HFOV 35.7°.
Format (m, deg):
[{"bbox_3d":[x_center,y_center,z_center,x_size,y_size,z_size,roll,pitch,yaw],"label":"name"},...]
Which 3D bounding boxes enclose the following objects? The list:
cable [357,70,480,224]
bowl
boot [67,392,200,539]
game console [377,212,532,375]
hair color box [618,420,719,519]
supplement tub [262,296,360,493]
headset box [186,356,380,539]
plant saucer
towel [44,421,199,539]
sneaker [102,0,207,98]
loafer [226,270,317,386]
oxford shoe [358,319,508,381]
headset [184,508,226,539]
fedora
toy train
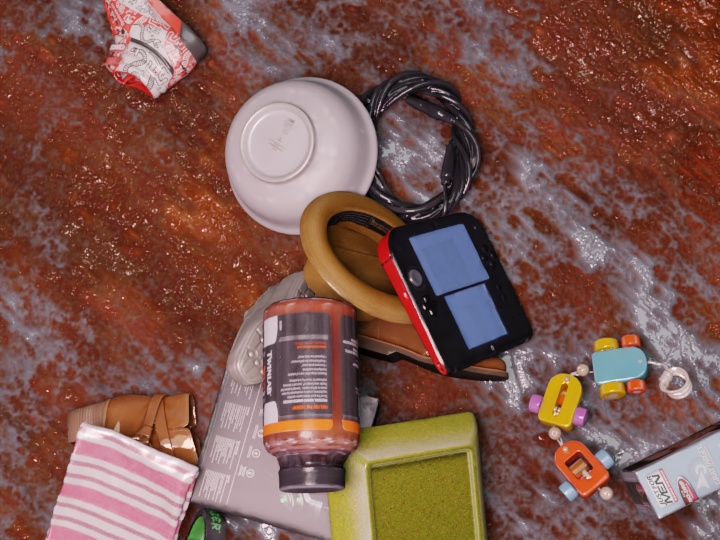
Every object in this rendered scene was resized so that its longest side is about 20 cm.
[{"bbox_3d":[0.070,-0.148,1.405,0.162,0.051,0.201,-20,77,-7],"label":"cable"},{"bbox_3d":[-0.086,-0.147,1.359,0.200,0.090,0.202,-1,85,17],"label":"bowl"},{"bbox_3d":[-0.262,0.244,1.325,0.154,0.074,0.201,-9,79,2],"label":"boot"},{"bbox_3d":[0.114,0.021,1.310,0.031,0.200,0.177,-37,76,37],"label":"game console"},{"bbox_3d":[0.408,0.215,1.295,0.199,0.099,0.061,-26,80,-3],"label":"hair color box"},{"bbox_3d":[-0.054,0.136,1.205,0.106,0.107,0.201,-2,73,2],"label":"supplement tub"},{"bbox_3d":[-0.080,0.213,1.316,0.199,0.093,0.175,14,80,4],"label":"headset box"},{"bbox_3d":[0.064,0.273,1.268,0.199,0.048,0.201,-5,89,-24],"label":"plant saucer"},{"bbox_3d":[-0.278,0.287,1.262,0.146,0.030,0.201,20,98,3],"label":"towel"},{"bbox_3d":[-0.302,-0.311,1.433,0.201,0.067,0.108,43,81,6],"label":"sneaker"},{"bbox_3d":[-0.107,0.071,1.310,0.070,0.200,0.070,-18,110,32],"label":"loafer"},{"bbox_3d":[0.087,0.086,1.347,0.199,0.071,0.072,17,75,6],"label":"oxford shoe"},{"bbox_3d":[-0.183,0.376,1.285,0.094,0.123,0.201,18,96,-16],"label":"headset"},{"bbox_3d":[0.000,0.000,1.314,0.201,0.200,0.082,51,126,9],"label":"fedora"},{"bbox_3d":[0.287,0.173,1.317,0.200,0.056,0.150,-44,61,-4],"label":"toy train"}]
